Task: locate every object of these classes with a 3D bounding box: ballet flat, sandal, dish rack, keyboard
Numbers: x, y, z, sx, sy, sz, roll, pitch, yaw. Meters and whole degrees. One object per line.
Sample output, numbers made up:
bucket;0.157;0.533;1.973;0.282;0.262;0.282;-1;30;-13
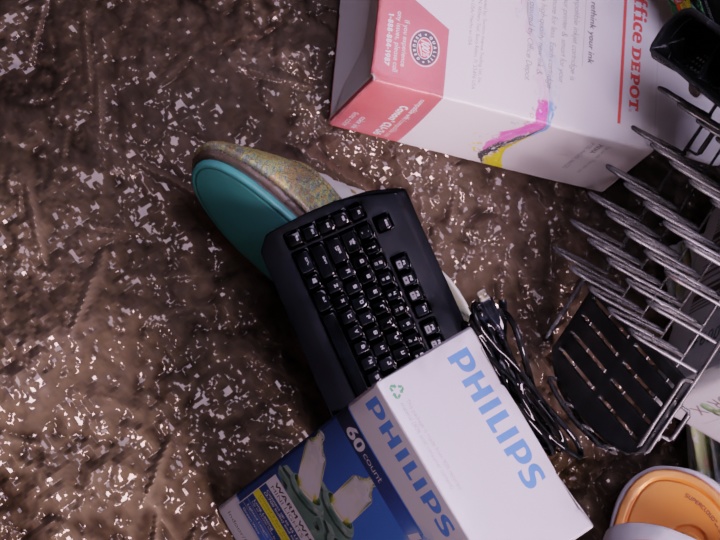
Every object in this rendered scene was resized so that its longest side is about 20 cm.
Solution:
ballet flat;0.000;0.000;1.396;0.200;0.071;0.071;46;60;-8
sandal;0.148;0.187;1.376;0.079;0.059;0.208;1;66;16
dish rack;0.148;-0.014;1.381;0.054;0.153;0.201;27;101;-22
keyboard;0.036;0.055;1.351;0.104;0.040;0.201;-25;102;1

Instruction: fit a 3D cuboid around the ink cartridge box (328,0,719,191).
ink cartridge box;0.090;-0.115;1.478;0.199;0.067;0.117;14;67;-18

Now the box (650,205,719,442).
box;0.282;-0.002;1.387;0.171;0.200;0.200;30;63;-18

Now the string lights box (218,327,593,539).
string lights box;0.016;0.110;1.282;0.059;0.200;0.103;-28;83;-30

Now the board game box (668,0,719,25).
board game box;0.164;-0.229;1.476;0.105;0.023;0.201;-28;99;-46

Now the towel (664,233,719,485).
towel;0.257;0.063;1.497;0.199;0.048;0.172;3;73;-23
